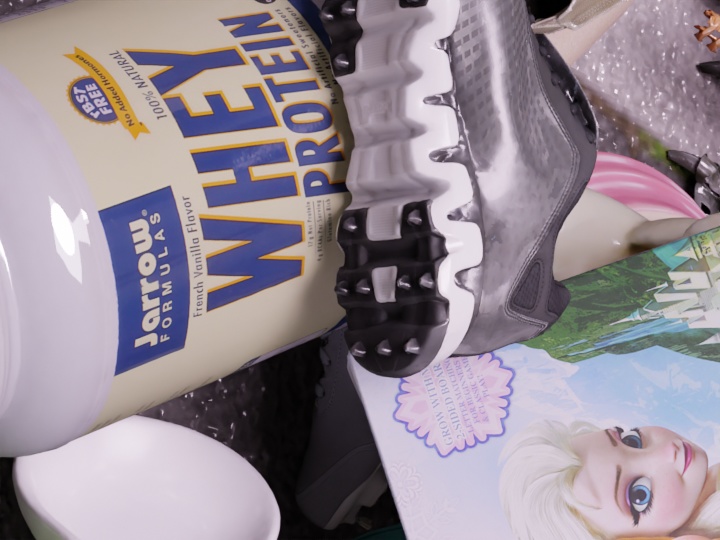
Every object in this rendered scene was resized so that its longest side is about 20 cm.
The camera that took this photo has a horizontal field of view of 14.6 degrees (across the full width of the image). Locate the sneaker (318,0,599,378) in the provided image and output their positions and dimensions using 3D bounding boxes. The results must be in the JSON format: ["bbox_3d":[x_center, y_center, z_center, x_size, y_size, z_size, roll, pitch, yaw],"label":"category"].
[{"bbox_3d":[0.037,-0.064,0.944,0.090,0.066,0.200,2,87,-40],"label":"sneaker"}]

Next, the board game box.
[{"bbox_3d":[0.119,0.091,0.972,0.199,0.041,0.200,-20,71,2],"label":"board game box"}]

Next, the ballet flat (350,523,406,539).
[{"bbox_3d":[0.081,0.133,1.073,0.074,0.200,0.074,8,81,-59],"label":"ballet flat"}]

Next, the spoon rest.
[{"bbox_3d":[-0.077,0.109,0.974,0.099,0.200,0.061,13,123,-9],"label":"spoon rest"}]

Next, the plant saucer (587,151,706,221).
[{"bbox_3d":[0.106,0.048,1.193,0.200,0.051,0.201,1,88,-39],"label":"plant saucer"}]

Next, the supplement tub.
[{"bbox_3d":[-0.094,-0.021,0.966,0.200,0.145,0.145,-23,104,-38],"label":"supplement tub"}]

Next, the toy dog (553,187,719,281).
[{"bbox_3d":[0.178,0.049,1.091,0.194,0.200,0.140,21,77,-37],"label":"toy dog"}]

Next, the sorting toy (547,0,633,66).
[{"bbox_3d":[0.024,-0.141,1.135,0.185,0.036,0.200,-45,117,-31],"label":"sorting toy"}]

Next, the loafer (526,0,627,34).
[{"bbox_3d":[0.069,-0.125,1.106,0.200,0.068,0.076,-26,104,-34],"label":"loafer"}]

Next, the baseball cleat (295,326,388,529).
[{"bbox_3d":[0.000,0.000,1.082,0.106,0.070,0.200,26,105,-5],"label":"baseball cleat"}]

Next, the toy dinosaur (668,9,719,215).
[{"bbox_3d":[0.216,-0.058,1.229,0.102,0.136,0.200,-47,118,-28],"label":"toy dinosaur"}]
